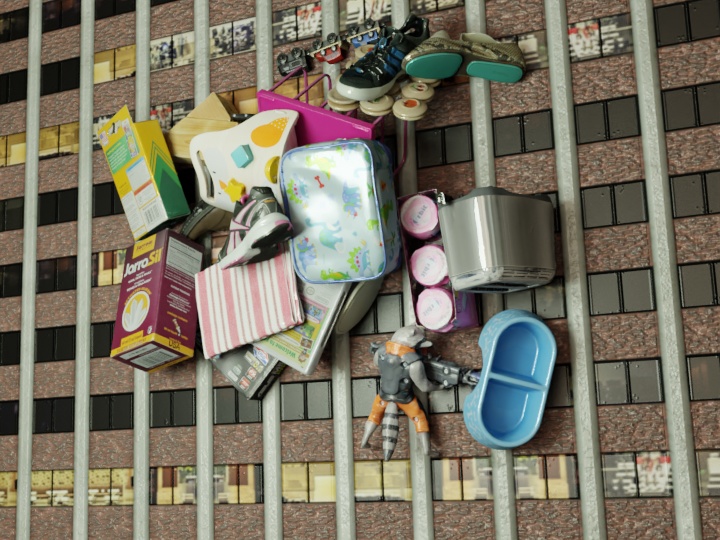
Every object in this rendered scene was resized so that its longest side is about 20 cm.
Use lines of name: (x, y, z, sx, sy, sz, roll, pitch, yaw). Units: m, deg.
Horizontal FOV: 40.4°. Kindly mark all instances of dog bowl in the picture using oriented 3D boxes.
dog bowl: (0.213, 0.153, 1.369, 0.111, 0.050, 0.202, 14, 86, -5)

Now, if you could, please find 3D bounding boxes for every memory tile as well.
memory tile: (0.043, -0.287, 1.471, 0.152, 0.201, 0.017, 10, 130, 12)

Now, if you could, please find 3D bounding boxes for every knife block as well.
knife block: (-0.225, -0.196, 1.631, 0.200, 0.064, 0.176, -37, 69, 14)

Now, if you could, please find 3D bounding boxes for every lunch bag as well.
lunch bag: (-0.030, -0.085, 1.387, 0.160, 0.082, 0.202, -6, 97, 24)

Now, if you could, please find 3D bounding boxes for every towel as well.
towel: (-0.174, 0.043, 1.513, 0.199, 0.030, 0.147, -22, 65, 30)

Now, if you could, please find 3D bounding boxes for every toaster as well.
toaster: (0.189, -0.040, 1.360, 0.113, 0.199, 0.130, -17, 75, 45)

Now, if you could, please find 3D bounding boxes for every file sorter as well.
file sorter: (-0.038, -0.215, 1.500, 0.199, 0.140, 0.125, 21, 46, 23)

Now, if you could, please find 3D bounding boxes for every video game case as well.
video game case: (-0.112, 0.039, 1.501, 0.199, 0.022, 0.183, 24, 91, 36)

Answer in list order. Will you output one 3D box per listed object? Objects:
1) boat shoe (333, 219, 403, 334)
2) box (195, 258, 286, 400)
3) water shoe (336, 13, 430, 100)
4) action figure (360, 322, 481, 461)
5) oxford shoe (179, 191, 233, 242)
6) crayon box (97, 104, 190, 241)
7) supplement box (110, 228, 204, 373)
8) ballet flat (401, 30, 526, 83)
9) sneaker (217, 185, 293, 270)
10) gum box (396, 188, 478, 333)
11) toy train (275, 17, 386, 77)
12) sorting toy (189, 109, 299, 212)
boat shoe: (0.000, 0.000, 1.497, 0.062, 0.075, 0.201, 29, 92, 23)
box: (-0.189, 0.085, 1.581, 0.200, 0.044, 0.161, 41, 99, 23)
water shoe: (0.032, -0.316, 1.431, 0.071, 0.200, 0.079, 23, 134, 27)
action figure: (0.080, 0.174, 1.419, 0.199, 0.104, 0.195, 5, 96, 31)
oxford shoe: (-0.230, -0.087, 1.610, 0.084, 0.073, 0.200, 41, 125, -18)
crayon box: (-0.364, -0.165, 1.642, 0.125, 0.051, 0.201, -24, 86, 49)
supplement box: (-0.325, 0.049, 1.580, 0.110, 0.085, 0.201, -21, 54, 34)
ballet flat: (0.149, -0.321, 1.452, 0.198, 0.068, 0.076, 0, 63, -17)
sneaker: (-0.155, -0.064, 1.423, 0.200, 0.080, 0.087, -32, 72, 55)
gum box: (0.114, -0.005, 1.427, 0.066, 0.113, 0.202, -13, 77, 21)
toy train: (-0.047, -0.360, 1.598, 0.199, 0.034, 0.046, -17, 79, 20)
sorting toy: (-0.173, -0.138, 1.486, 0.179, 0.201, 0.107, 10, 41, 25)
